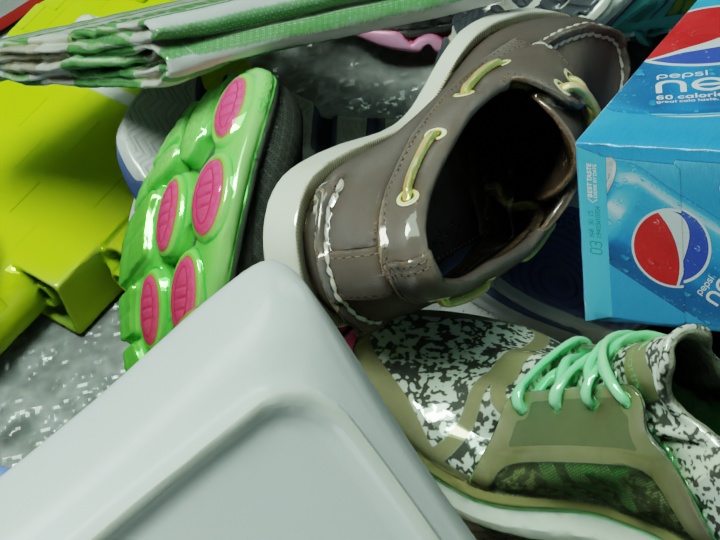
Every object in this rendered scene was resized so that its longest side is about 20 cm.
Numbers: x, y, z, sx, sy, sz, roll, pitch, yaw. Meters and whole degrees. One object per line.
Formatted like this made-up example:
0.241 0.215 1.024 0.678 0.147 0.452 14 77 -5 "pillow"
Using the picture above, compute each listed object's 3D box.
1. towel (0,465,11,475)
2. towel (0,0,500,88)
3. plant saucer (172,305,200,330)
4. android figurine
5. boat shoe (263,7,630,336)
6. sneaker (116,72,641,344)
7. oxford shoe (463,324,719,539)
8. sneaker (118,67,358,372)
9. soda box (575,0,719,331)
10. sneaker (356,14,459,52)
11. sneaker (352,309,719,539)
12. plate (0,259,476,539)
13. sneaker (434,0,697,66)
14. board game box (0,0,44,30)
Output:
-0.144 0.151 0.927 0.145 0.024 0.200 10 54 24 "towel"
-0.056 -0.088 0.966 0.152 0.023 0.200 -17 9 -30 "towel"
-0.022 0.141 0.788 0.200 0.200 0.048 -53 15 -26 "plant saucer"
-0.120 -0.050 1.083 0.182 0.041 0.200 27 65 35 "android figurine"
0.045 -0.037 0.877 0.059 0.072 0.200 -2 21 35 "boat shoe"
-0.001 0.000 0.976 0.199 0.115 0.081 16 53 -7 "sneaker"
0.079 0.050 0.906 0.200 0.075 0.071 -20 50 2 "oxford shoe"
-0.029 0.033 0.881 0.084 0.200 0.077 -4 1 -32 "sneaker"
0.138 -0.052 0.930 0.064 0.068 0.200 5 28 24 "soda box"
0.073 -0.160 1.078 0.200 0.095 0.079 -23 49 -1 "sneaker"
0.086 0.041 0.806 0.200 0.089 0.077 22 46 26 "sneaker"
-0.029 0.126 0.742 0.200 0.200 0.032 -40 9 -30 "plate"
0.117 -0.114 1.037 0.200 0.080 0.078 -37 37 9 "sneaker"
-0.225 -0.144 1.191 0.200 0.046 0.152 -34 48 -12 "board game box"
